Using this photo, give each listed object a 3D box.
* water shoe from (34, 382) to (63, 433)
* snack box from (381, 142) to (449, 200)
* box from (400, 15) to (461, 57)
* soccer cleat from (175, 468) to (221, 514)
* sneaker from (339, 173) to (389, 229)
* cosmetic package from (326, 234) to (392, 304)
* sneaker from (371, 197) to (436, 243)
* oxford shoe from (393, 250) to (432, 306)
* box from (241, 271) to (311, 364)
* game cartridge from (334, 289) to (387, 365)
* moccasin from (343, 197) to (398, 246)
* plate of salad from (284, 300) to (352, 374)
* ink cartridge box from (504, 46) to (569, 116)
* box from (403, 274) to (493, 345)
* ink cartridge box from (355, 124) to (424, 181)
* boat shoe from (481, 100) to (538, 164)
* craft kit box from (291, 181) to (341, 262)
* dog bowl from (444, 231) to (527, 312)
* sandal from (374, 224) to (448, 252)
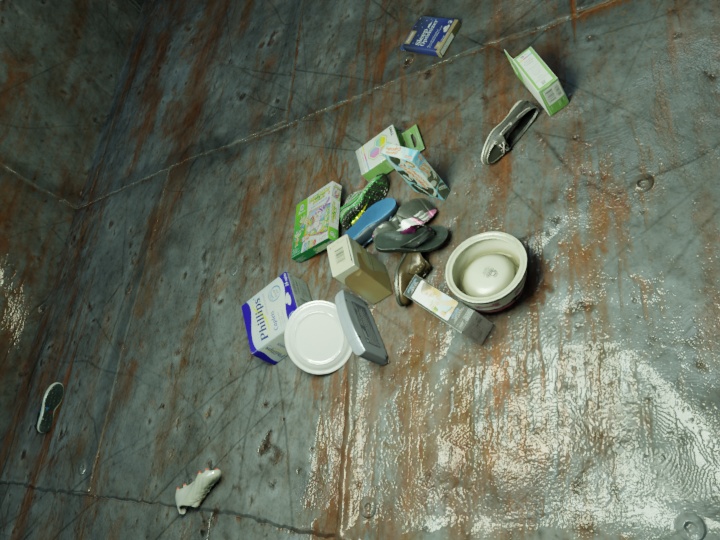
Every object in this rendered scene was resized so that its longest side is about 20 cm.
[{"bbox_3d":[-1.277,0.553,2.329,0.078,0.071,0.204,-3,66,38],"label":"water shoe"},{"bbox_3d":[0.151,-0.266,1.550,0.115,0.199,0.037,25,81,42],"label":"snack box"},{"bbox_3d":[0.218,-0.763,1.860,0.199,0.032,0.122,30,88,43],"label":"box"},{"bbox_3d":[-0.470,0.643,1.672,0.199,0.069,0.079,-38,55,26],"label":"soccer cleat"},{"bbox_3d":[0.003,-0.221,1.725,0.200,0.078,0.086,-43,48,13],"label":"sneaker"},{"bbox_3d":[0.000,0.000,1.535,0.070,0.199,0.107,-29,54,20],"label":"cosmetic package"},{"bbox_3d":[0.118,-0.125,1.592,0.198,0.087,0.081,-29,72,-4],"label":"sneaker"},{"bbox_3d":[0.141,-0.001,1.514,0.083,0.072,0.204,5,73,34],"label":"oxford shoe"},{"bbox_3d":[-0.241,0.143,1.714,0.199,0.105,0.186,-37,50,18],"label":"box"},{"bbox_3d":[-0.002,0.149,1.508,0.041,0.133,0.202,-35,51,16],"label":"game cartridge"},{"bbox_3d":[0.033,-0.132,1.666,0.199,0.068,0.081,-37,43,16],"label":"moccasin"},{"bbox_3d":[-0.113,0.184,1.589,0.196,0.048,0.205,0,91,4],"label":"plate of salad"},{"bbox_3d":[0.459,-0.510,1.499,0.059,0.103,0.202,-34,51,17],"label":"ink cartridge box"},{"bbox_3d":[0.211,0.094,1.385,0.199,0.116,0.061,34,92,41],"label":"box"},{"bbox_3d":[0.086,-0.365,1.732,0.198,0.059,0.105,-30,53,23],"label":"ink cartridge box"},{"bbox_3d":[0.392,-0.360,1.503,0.201,0.067,0.057,-54,43,-2],"label":"boat shoe"},{"bbox_3d":[-0.138,-0.149,1.789,0.199,0.048,0.201,-26,50,44],"label":"craft kit box"},{"bbox_3d":[0.304,0.010,1.360,0.197,0.074,0.203,-16,49,19],"label":"dog bowl"},{"bbox_3d":[0.133,-0.086,1.499,0.196,0.048,0.076,-8,57,2],"label":"sandal"}]
